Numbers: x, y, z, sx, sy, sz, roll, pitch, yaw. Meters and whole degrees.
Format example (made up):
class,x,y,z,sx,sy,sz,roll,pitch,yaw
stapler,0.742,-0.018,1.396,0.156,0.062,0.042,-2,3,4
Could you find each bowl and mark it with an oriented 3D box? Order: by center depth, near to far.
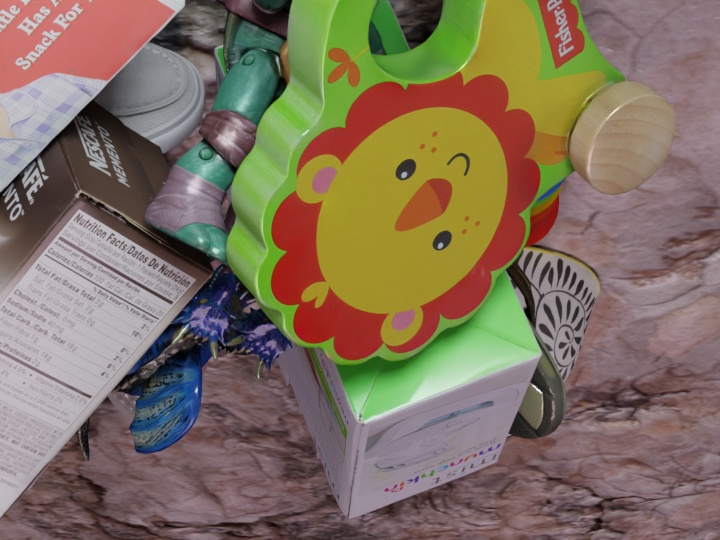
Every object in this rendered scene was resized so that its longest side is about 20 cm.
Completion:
class,x,y,z,sx,sy,sz,roll,pitch,yaw
bowl,0.071,0.063,1.202,0.198,0.095,0.201,-3,159,-1

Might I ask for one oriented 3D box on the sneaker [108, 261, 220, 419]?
class,x,y,z,sx,sy,sz,roll,pitch,yaw
sneaker,-0.120,-0.012,1.044,0.075,0.105,0.202,15,133,22

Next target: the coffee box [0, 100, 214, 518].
class,x,y,z,sx,sy,sz,roll,pitch,yaw
coffee box,-0.168,0.025,0.795,0.080,0.113,0.200,32,107,-35

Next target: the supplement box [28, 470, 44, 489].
class,x,y,z,sx,sy,sz,roll,pitch,yaw
supplement box,-0.232,0.010,0.901,0.199,0.109,0.110,31,108,-34

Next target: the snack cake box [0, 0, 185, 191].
class,x,y,z,sx,sy,sz,roll,pitch,yaw
snack cake box,-0.180,-0.094,0.725,0.115,0.068,0.200,31,122,-36

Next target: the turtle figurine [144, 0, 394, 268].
class,x,y,z,sx,sy,sz,roll,pitch,yaw
turtle figurine,-0.015,-0.095,0.736,0.100,0.201,0.149,28,-177,41

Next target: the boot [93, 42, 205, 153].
class,x,y,z,sx,sy,sz,roll,pitch,yaw
boot,-0.167,-0.099,0.812,0.198,0.074,0.096,-3,151,-14

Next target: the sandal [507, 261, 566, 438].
class,x,y,z,sx,sy,sz,roll,pitch,yaw
sandal,0.064,0.009,0.976,0.057,0.201,0.080,-13,134,-21

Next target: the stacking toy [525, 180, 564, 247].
class,x,y,z,sx,sy,sz,roll,pitch,yaw
stacking toy,0.084,-0.059,0.933,0.084,0.086,0.200,-5,163,6

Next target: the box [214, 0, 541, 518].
class,x,y,z,sx,sy,sz,roll,pitch,yaw
box,0.000,0.000,0.876,0.096,0.202,0.177,-19,159,-9

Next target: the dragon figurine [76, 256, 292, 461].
class,x,y,z,sx,sy,sz,roll,pitch,yaw
dragon figurine,-0.100,0.045,0.832,0.199,0.100,0.059,-37,107,29

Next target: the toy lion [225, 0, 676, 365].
class,x,y,z,sx,sy,sz,roll,pitch,yaw
toy lion,0.026,-0.061,0.692,0.191,0.069,0.201,-33,135,-12
